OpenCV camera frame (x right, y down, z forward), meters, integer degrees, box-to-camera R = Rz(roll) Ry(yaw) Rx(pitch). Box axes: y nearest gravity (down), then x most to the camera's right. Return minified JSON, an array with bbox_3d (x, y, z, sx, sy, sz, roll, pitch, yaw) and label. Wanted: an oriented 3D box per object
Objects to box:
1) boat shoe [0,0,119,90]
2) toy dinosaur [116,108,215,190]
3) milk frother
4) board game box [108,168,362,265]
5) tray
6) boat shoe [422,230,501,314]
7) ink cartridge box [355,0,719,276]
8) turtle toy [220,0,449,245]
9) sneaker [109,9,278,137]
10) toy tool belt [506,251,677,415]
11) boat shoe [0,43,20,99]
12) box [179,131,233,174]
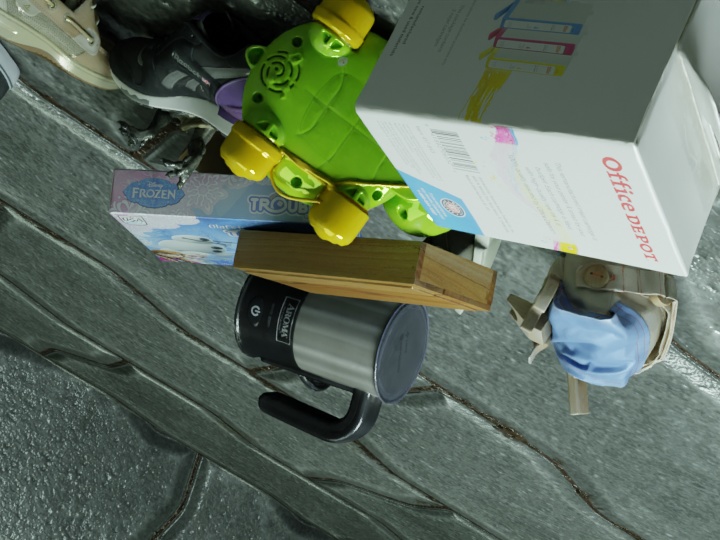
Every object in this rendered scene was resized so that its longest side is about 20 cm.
[{"bbox_3d":[-0.241,-0.204,0.955,0.072,0.065,0.200,41,-171,27],"label":"boat shoe"},{"bbox_3d":[-0.140,-0.118,0.966,0.199,0.088,0.048,31,153,41],"label":"toy dinosaur"},{"bbox_3d":[-0.013,0.083,1.332,0.187,0.182,0.199,17,-159,28],"label":"milk frother"},{"bbox_3d":[-0.103,-0.040,1.060,0.198,0.044,0.199,3,168,5],"label":"board game box"},{"bbox_3d":[0.000,0.000,0.948,0.199,0.037,0.098,6,171,43],"label":"tray"},{"bbox_3d":[0.083,-0.030,0.975,0.060,0.072,0.202,25,155,10],"label":"boat shoe"},{"bbox_3d":[0.125,-0.093,0.671,0.198,0.126,0.129,13,157,34],"label":"ink cartridge box"},{"bbox_3d":[-0.001,-0.094,0.836,0.199,0.146,0.101,37,-179,-13],"label":"turtle toy"},{"bbox_3d":[-0.123,-0.170,0.923,0.199,0.076,0.088,23,133,32],"label":"sneaker"},{"bbox_3d":[0.177,0.029,0.915,0.124,0.124,0.200,17,158,27],"label":"toy tool belt"},{"bbox_3d":[-0.395,-0.225,1.128,0.068,0.057,0.200,17,159,26],"label":"boat shoe"},{"bbox_3d":[-0.071,-0.093,1.088,0.163,0.021,0.200,32,159,-14],"label":"box"}]
